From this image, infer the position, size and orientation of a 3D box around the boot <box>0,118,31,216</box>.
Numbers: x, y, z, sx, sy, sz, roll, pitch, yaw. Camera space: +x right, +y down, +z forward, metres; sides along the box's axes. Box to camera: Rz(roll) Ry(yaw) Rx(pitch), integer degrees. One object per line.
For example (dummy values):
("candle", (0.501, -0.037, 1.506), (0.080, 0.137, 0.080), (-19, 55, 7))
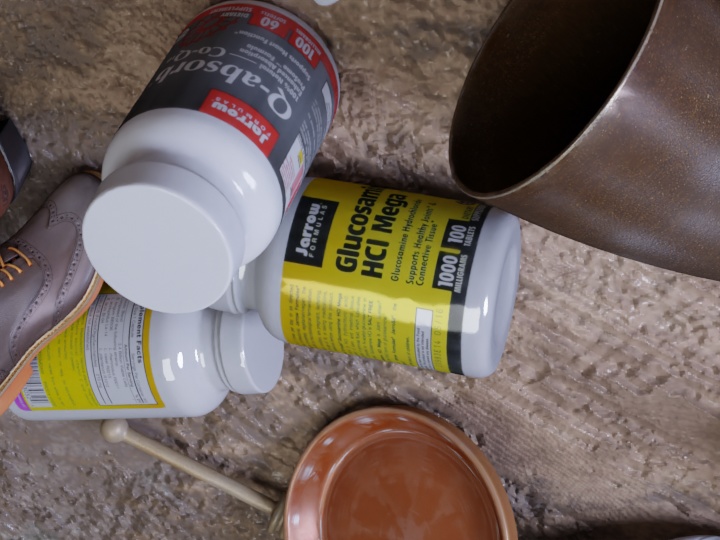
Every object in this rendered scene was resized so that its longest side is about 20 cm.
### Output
("boot", (-0.313, -0.073, 1.237), (0.068, 0.201, 0.189), (-7, 124, 25))

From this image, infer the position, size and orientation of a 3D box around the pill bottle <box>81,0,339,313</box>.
("pill bottle", (-0.091, -0.071, 1.159), (0.115, 0.201, 0.117), (9, 130, 12))

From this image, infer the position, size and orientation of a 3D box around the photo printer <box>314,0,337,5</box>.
("photo printer", (-0.013, -0.267, 1.062), (0.166, 0.070, 0.200), (-23, 116, 33))

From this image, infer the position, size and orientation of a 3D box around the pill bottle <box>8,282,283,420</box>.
("pill bottle", (-0.159, 0.054, 1.347), (0.198, 0.105, 0.105), (-3, 126, 21))

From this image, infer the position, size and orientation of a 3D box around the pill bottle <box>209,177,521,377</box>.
("pill bottle", (0.000, 0.000, 1.240), (0.198, 0.113, 0.113), (9, 130, 12))

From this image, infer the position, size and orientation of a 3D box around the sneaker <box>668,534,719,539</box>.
("sneaker", (0.193, 0.229, 1.381), (0.198, 0.114, 0.076), (-13, 100, -12))

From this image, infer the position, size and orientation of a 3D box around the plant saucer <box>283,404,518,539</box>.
("plant saucer", (0.031, 0.199, 1.383), (0.199, 0.032, 0.202), (4, 97, 34))

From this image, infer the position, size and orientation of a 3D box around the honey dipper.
("honey dipper", (-0.113, 0.161, 1.464), (0.199, 0.038, 0.038), (28, 131, 2))

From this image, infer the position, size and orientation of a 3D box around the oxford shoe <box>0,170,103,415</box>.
("oxford shoe", (-0.236, 0.012, 1.292), (0.071, 0.201, 0.073), (25, 170, 29))

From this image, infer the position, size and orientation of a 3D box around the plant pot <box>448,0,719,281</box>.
("plant pot", (0.186, -0.077, 1.088), (0.199, 0.188, 0.187), (30, 132, -23))
